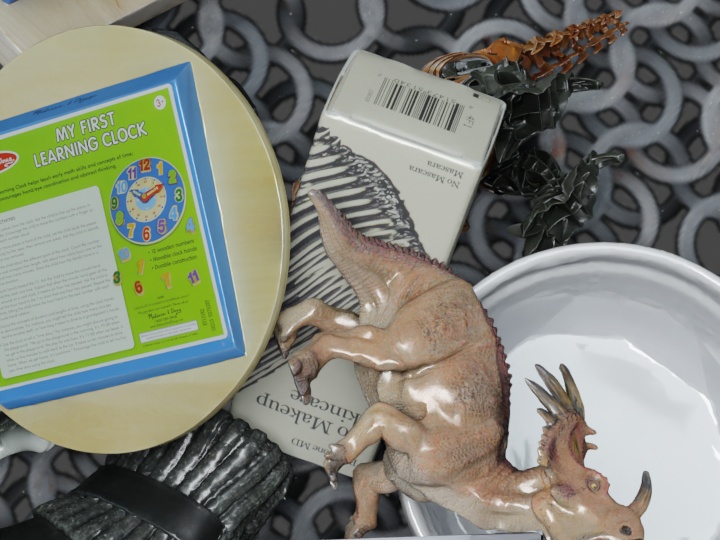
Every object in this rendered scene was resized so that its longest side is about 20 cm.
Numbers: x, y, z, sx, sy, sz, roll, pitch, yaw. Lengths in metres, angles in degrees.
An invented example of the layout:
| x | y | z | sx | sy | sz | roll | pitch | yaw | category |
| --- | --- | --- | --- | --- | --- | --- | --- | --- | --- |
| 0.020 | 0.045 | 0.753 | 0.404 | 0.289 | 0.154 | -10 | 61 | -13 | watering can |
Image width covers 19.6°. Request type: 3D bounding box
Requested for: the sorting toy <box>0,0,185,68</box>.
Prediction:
| x | y | z | sx | sy | sz | roll | pitch | yaw | category |
| --- | --- | --- | --- | --- | --- | --- | --- | --- | --- |
| -0.156 | -0.224 | 1.075 | 0.200 | 0.070 | 0.199 | 48 | 49 | 10 | sorting toy |

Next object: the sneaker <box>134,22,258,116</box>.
| x | y | z | sx | sy | sz | roll | pitch | yaw | category |
| --- | --- | --- | --- | --- | --- | --- | --- | --- | --- |
| -0.093 | -0.039 | 1.081 | 0.112 | 0.073 | 0.200 | -22 | 84 | -14 | sneaker |

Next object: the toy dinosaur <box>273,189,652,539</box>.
| x | y | z | sx | sy | sz | roll | pitch | yaw | category |
| --- | --- | --- | --- | --- | --- | --- | --- | --- | --- |
| 0.041 | 0.051 | 0.939 | 0.135 | 0.086 | 0.200 | -20 | 86 | -4 | toy dinosaur |

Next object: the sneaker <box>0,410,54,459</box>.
| x | y | z | sx | sy | sz | roll | pitch | yaw | category |
| --- | --- | --- | --- | --- | --- | --- | --- | --- | --- |
| -0.238 | 0.076 | 1.040 | 0.200 | 0.075 | 0.081 | -15 | 33 | -1 | sneaker |

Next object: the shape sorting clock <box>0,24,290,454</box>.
| x | y | z | sx | sy | sz | roll | pitch | yaw | category |
| --- | --- | --- | --- | --- | --- | --- | --- | --- | --- |
| -0.119 | -0.015 | 0.977 | 0.200 | 0.039 | 0.200 | 3 | 96 | 28 | shape sorting clock |

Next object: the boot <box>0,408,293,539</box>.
| x | y | z | sx | sy | sz | roll | pitch | yaw | category |
| --- | --- | --- | --- | --- | --- | --- | --- | --- | --- |
| -0.150 | 0.127 | 1.035 | 0.211 | 0.079 | 0.158 | 16 | 64 | 22 | boot |

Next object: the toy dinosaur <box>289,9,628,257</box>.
| x | y | z | sx | sy | sz | roll | pitch | yaw | category |
| --- | --- | --- | --- | --- | --- | --- | --- | --- | --- |
| 0.057 | -0.078 | 1.076 | 0.200 | 0.102 | 0.136 | -54 | 39 | -5 | toy dinosaur |

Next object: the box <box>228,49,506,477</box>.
| x | y | z | sx | sy | sz | roll | pitch | yaw | category |
| --- | --- | --- | --- | --- | --- | --- | --- | --- | --- |
| 0.000 | 0.000 | 1.010 | 0.082 | 0.200 | 0.068 | 19 | 35 | 2 | box |

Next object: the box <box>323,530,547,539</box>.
| x | y | z | sx | sy | sz | roll | pitch | yaw | category |
| --- | --- | --- | --- | --- | --- | --- | --- | --- | --- |
| 0.028 | 0.185 | 0.945 | 0.158 | 0.200 | 0.048 | -6 | 55 | 18 | box |

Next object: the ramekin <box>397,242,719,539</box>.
| x | y | z | sx | sy | sz | roll | pitch | yaw | category |
| --- | --- | --- | --- | --- | --- | --- | --- | --- | --- |
| 0.116 | 0.093 | 1.034 | 0.200 | 0.105 | 0.200 | 0 | 78 | 0 | ramekin |
